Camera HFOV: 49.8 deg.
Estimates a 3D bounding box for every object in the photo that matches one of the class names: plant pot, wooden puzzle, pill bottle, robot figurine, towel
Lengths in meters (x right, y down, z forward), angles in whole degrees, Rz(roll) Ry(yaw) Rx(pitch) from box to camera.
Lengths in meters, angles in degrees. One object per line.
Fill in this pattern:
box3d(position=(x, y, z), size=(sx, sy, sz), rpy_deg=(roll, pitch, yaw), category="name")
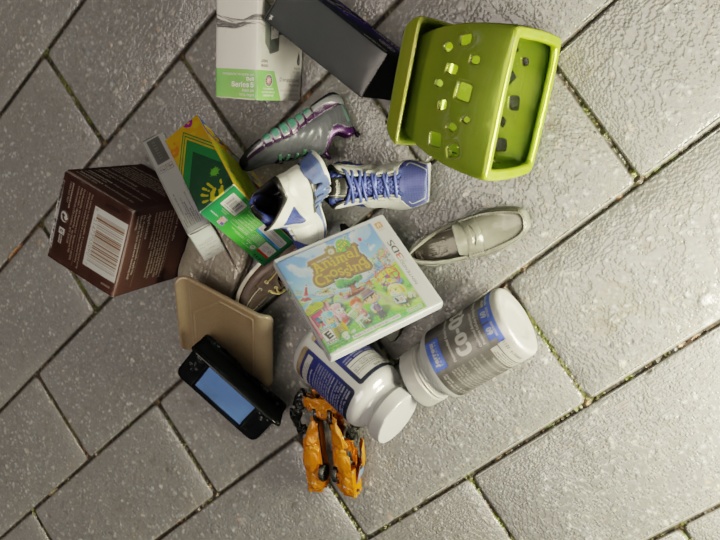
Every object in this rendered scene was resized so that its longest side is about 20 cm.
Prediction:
box3d(position=(0.153, -0.249, 1.093), size=(0.179, 0.199, 0.203), rpy_deg=(19, 109, 26), category="plant pot")
box3d(position=(-0.243, 0.109, 1.406), size=(0.197, 0.037, 0.188), rpy_deg=(22, 133, 17), category="wooden puzzle")
box3d(position=(-0.008, 0.180, 1.267), size=(0.199, 0.115, 0.117), rpy_deg=(39, 114, 28), category="pill bottle")
box3d(position=(-0.053, 0.295, 1.369), size=(0.142, 0.058, 0.205), rpy_deg=(1, 101, 25), category="robot figurine")
box3d(position=(0.163, 0.124, 1.202), size=(0.199, 0.113, 0.115), rpy_deg=(-35, 85, 26), category="pill bottle")
box3d(position=(-0.256, -0.034, 1.413), size=(0.131, 0.034, 0.203), rpy_deg=(30, 110, 16), category="towel")

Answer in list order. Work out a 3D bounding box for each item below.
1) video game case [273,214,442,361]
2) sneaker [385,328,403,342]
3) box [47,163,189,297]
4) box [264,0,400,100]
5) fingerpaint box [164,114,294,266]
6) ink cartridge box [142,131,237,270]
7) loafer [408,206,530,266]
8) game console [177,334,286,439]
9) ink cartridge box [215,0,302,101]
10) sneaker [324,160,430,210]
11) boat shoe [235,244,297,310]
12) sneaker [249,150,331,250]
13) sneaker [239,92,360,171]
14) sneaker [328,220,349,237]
box3d(position=(-0.004, 0.020, 1.160), size=(0.183, 0.197, 0.022), rpy_deg=(56, 156, 26), category="video game case")
box3d(position=(-0.015, 0.061, 1.298), size=(0.197, 0.074, 0.081), rpy_deg=(20, 114, 20), category="sneaker")
box3d(position=(-0.417, -0.078, 1.387), size=(0.162, 0.199, 0.169), rpy_deg=(27, 110, 18), category="box")
box3d(position=(-0.027, -0.350, 1.183), size=(0.199, 0.141, 0.079), rpy_deg=(40, 114, 12), category="box")
box3d(position=(-0.209, -0.124, 1.248), size=(0.073, 0.200, 0.168), rpy_deg=(-35, 58, 6), category="fingerpaint box")
box3d(position=(-0.282, -0.104, 1.288), size=(0.043, 0.174, 0.202), rpy_deg=(-28, 66, -8), category="ink cartridge box")
box3d(position=(0.164, -0.047, 1.192), size=(0.197, 0.070, 0.071), rpy_deg=(-21, 90, 27), category="loafer")
box3d(position=(-0.239, 0.223, 1.379), size=(0.200, 0.117, 0.176), rpy_deg=(42, 122, -3), category="game console")
box3d(position=(-0.159, -0.377, 1.236), size=(0.082, 0.145, 0.205), rpy_deg=(9, 105, 22), category="ink cartridge box")
box3d(position=(0.006, -0.128, 1.216), size=(0.196, 0.115, 0.082), rpy_deg=(4, 105, 26), category="sneaker")
box3d(position=(-0.147, 0.004, 1.350), size=(0.059, 0.072, 0.201), rpy_deg=(43, 109, 14), category="boat shoe")
box3d(position=(-0.114, -0.093, 1.182), size=(0.081, 0.113, 0.201), rpy_deg=(58, 159, 24), category="sneaker")
box3d(position=(-0.098, -0.201, 1.251), size=(0.198, 0.074, 0.088), rpy_deg=(-34, 94, -2), category="sneaker")
box3d(position=(0.000, 0.000, 1.246), size=(0.111, 0.202, 0.076), rpy_deg=(4, 134, -4), category="sneaker")
